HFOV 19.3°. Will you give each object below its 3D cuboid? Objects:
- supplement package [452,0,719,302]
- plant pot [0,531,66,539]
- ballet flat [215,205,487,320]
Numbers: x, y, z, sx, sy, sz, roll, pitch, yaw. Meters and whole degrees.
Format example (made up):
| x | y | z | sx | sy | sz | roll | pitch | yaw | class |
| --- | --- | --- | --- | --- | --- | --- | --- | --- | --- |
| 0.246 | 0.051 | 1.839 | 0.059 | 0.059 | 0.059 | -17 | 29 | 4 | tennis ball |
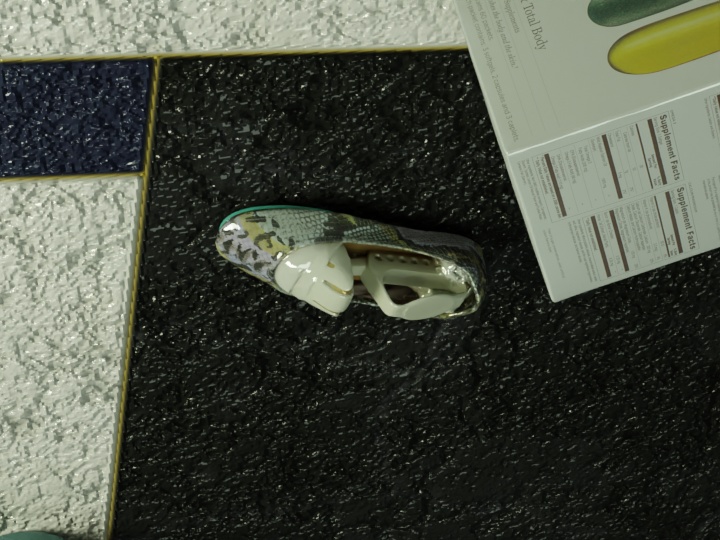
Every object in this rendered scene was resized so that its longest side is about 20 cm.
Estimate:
| x | y | z | sx | sy | sz | roll | pitch | yaw | class |
| --- | --- | --- | --- | --- | --- | --- | --- | --- | --- |
| 0.181 | -0.109 | 1.315 | 0.200 | 0.152 | 0.151 | -18 | 139 | 4 | supplement package |
| -0.257 | 0.283 | 1.647 | 0.200 | 0.135 | 0.200 | -9 | 140 | -7 | plant pot |
| 0.000 | 0.000 | 1.451 | 0.200 | 0.072 | 0.072 | 7 | 135 | -24 | ballet flat |
